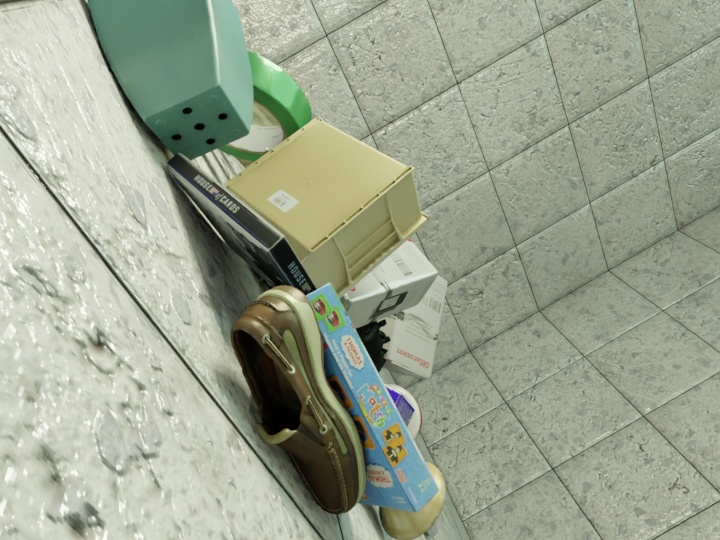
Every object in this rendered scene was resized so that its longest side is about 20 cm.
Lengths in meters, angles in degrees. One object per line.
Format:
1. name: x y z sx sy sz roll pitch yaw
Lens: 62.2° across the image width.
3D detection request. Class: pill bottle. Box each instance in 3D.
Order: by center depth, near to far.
1. pill bottle: 0.054 0.263 1.061 0.114 0.112 0.200 61 0 15

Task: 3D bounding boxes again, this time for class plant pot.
1. plant pot: -0.202 -0.240 0.674 0.142 0.139 0.203 61 8 -65

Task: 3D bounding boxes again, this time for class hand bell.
1. hand bell: 0.009 0.233 0.728 0.200 0.104 0.104 48 7 -29

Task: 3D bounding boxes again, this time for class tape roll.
1. tape roll: -0.169 -0.230 0.851 0.201 0.196 0.049 62 40 -62

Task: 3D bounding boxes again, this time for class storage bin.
1. storage bin: -0.053 -0.080 0.769 0.199 0.198 0.095 36 -23 37

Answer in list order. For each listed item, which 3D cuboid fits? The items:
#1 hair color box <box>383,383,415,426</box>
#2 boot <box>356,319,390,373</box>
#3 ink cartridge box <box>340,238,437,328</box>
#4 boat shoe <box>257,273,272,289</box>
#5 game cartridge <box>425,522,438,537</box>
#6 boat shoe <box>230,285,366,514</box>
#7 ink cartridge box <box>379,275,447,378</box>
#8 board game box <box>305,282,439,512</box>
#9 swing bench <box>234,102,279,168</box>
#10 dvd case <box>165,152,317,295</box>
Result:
1. hair color box: 0.007 0.179 0.805 0.108 0.066 0.200 25 -14 17
2. boot: -0.026 0.121 0.989 0.073 0.197 0.166 24 -55 35
3. ink cartridge box: 0.000 0.000 0.929 0.146 0.198 0.084 52 -46 24
4. boat shoe: -0.118 -0.001 0.846 0.063 0.071 0.202 5 47 -44
5. game cartridge: 0.103 0.439 1.242 0.203 0.041 0.133 62 4 11
6. boat shoe: -0.057 0.120 0.490 0.075 0.074 0.206 -35 109 -53
7. ink cartridge box: 0.086 0.093 1.166 0.144 0.083 0.204 30 67 -44
8. board game box: -0.024 0.125 0.566 0.151 0.036 0.203 -28 -91 58
9. swing bench: -0.191 -0.252 1.099 0.199 0.129 0.200 47 7 -22
10. dvd case: -0.115 -0.029 0.630 0.199 0.025 0.151 38 -15 36
